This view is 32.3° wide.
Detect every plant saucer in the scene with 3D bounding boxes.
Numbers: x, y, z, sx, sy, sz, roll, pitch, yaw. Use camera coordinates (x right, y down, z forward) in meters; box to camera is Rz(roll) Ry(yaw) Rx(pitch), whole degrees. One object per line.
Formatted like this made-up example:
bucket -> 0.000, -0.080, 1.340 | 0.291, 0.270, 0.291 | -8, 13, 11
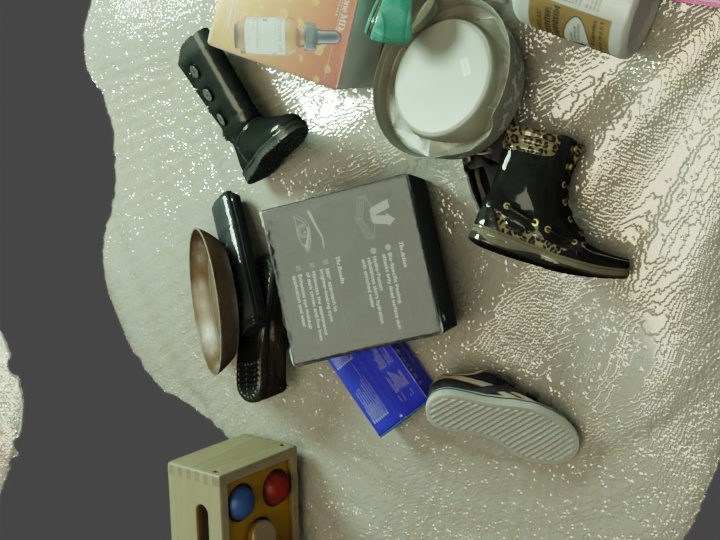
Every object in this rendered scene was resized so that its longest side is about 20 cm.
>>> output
plant saucer -> -0.197, 0.041, 1.691 | 0.034, 0.200, 0.203 | -7, 99, -16

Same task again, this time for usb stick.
usb stick -> -0.165, -0.011, 1.683 | 0.055, 0.032, 0.202 | -35, 60, 41

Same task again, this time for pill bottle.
pill bottle -> 0.233, -0.325, 1.412 | 0.199, 0.114, 0.115 | 25, 110, 21

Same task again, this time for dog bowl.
dog bowl -> 0.109, -0.225, 1.491 | 0.199, 0.058, 0.203 | -10, 74, 37

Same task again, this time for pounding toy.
pounding toy -> -0.147, 0.348, 1.714 | 0.141, 0.183, 0.203 | 6, 103, 38

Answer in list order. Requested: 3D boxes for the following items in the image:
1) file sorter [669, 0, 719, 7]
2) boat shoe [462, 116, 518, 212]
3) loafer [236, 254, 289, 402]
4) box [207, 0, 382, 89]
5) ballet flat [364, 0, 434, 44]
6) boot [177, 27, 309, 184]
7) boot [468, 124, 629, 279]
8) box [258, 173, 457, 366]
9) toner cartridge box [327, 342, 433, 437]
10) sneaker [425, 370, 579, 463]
file sorter -> 0.396, -0.378, 1.312 | 0.138, 0.125, 0.202 | 14, 106, 24
boat shoe -> 0.157, -0.138, 1.516 | 0.072, 0.063, 0.202 | -13, 94, 28
loafer -> -0.127, 0.080, 1.706 | 0.073, 0.071, 0.203 | 5, 88, 46
box -> -0.071, -0.331, 1.571 | 0.198, 0.106, 0.154 | 22, 109, 22
ballet flat -> 0.063, -0.355, 1.497 | 0.070, 0.067, 0.202 | 18, 70, -3
boot -> -0.159, -0.233, 1.632 | 0.201, 0.065, 0.165 | 62, 146, 6
boot -> 0.238, -0.077, 1.472 | 0.198, 0.073, 0.152 | 15, 86, -3
box -> 0.000, 0.000, 1.559 | 0.198, 0.117, 0.199 | -13, 88, 14
toner cartridge box -> 0.009, 0.110, 1.651 | 0.095, 0.043, 0.201 | -39, 81, 28
sneaker -> 0.180, 0.176, 1.564 | 0.198, 0.080, 0.079 | 20, 116, -4
